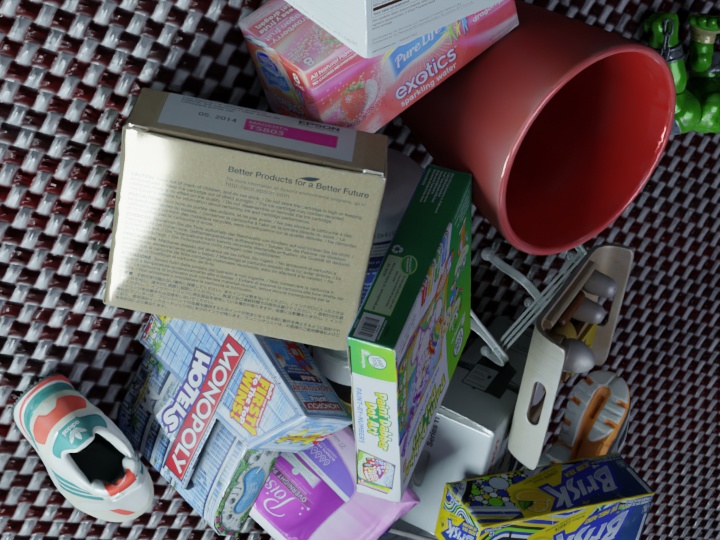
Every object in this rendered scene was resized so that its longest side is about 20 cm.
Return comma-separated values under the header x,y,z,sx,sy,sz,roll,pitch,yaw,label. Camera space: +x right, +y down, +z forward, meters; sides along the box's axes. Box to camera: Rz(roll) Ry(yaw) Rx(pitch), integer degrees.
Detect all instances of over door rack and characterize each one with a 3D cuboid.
x,y,z,sx,sy,sz,roll,pitch,yaw,label
0.127,-0.026,1.651,0.148,0.067,0.200,-47,129,-14,over door rack

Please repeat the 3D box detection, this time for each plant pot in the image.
x,y,z,sx,sy,sz,roll,pitch,yaw,label
0.137,-0.139,1.478,0.200,0.177,0.201,-25,135,-28,plant pot

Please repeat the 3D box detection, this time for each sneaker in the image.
x,y,z,sx,sy,sz,roll,pitch,yaw,label
-0.217,0.171,1.456,0.070,0.093,0.200,-40,140,-12,sneaker
0.219,0.200,1.762,0.200,0.078,0.077,-56,155,-4,sneaker

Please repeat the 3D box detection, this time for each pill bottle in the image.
x,y,z,sx,sy,sz,roll,pitch,yaw,label
0.000,0.000,1.513,0.111,0.111,0.200,-23,134,-29,pill bottle

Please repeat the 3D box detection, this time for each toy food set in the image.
x,y,z,sx,sy,sz,roll,pitch,yaw,label
0.207,0.080,1.648,0.200,0.060,0.144,-45,150,-50,toy food set

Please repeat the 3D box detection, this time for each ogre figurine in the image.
x,y,z,sx,sy,sz,roll,pitch,yaw,label
0.354,-0.193,1.718,0.200,0.098,0.120,-14,112,-56,ogre figurine

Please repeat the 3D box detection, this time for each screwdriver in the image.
x,y,z,sx,sy,sz,roll,pitch,yaw,label
0.039,0.254,1.664,0.200,0.029,0.028,23,109,-33,screwdriver

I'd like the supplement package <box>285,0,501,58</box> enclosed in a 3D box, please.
x,y,z,sx,sy,sz,roll,pitch,yaw,label
0.001,-0.294,1.211,0.147,0.191,0.200,-27,136,-27,supplement package

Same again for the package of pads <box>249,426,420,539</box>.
x,y,z,sx,sy,sz,roll,pitch,yaw,label
-0.056,0.178,1.553,0.121,0.076,0.200,-45,100,-5,package of pads

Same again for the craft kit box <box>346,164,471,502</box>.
x,y,z,sx,sy,sz,roll,pitch,yaw,label
0.043,0.052,1.416,0.198,0.048,0.200,90,19,-49,craft kit box

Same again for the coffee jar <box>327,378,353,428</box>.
x,y,z,sx,sy,sz,roll,pitch,yaw,label
-0.005,0.153,1.653,0.104,0.085,0.200,-11,127,-37,coffee jar

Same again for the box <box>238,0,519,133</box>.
x,y,z,sx,sy,sz,roll,pitch,yaw,label
0.017,-0.198,1.382,0.200,0.095,0.103,-37,139,-16,box

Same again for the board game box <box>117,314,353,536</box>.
x,y,z,sx,sy,sz,roll,pitch,yaw,label
-0.107,0.109,1.427,0.062,0.200,0.200,10,113,-48,board game box

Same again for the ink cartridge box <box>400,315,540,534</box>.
x,y,z,sx,sy,sz,roll,pitch,yaw,label
0.117,0.157,1.716,0.200,0.083,0.147,-41,150,-53,ink cartridge box

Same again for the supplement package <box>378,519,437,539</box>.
x,y,z,sx,sy,sz,roll,pitch,yaw,label
0.055,0.285,1.795,0.200,0.111,0.156,-20,132,-33,supplement package

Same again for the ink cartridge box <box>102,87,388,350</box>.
x,y,z,sx,sy,sz,roll,pitch,yaw,label
-0.089,-0.039,1.341,0.200,0.075,0.165,12,120,-2,ink cartridge box

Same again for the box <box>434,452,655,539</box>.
x,y,z,sx,sy,sz,roll,pitch,yaw,label
0.175,0.229,1.635,0.200,0.070,0.064,-7,125,-28,box
